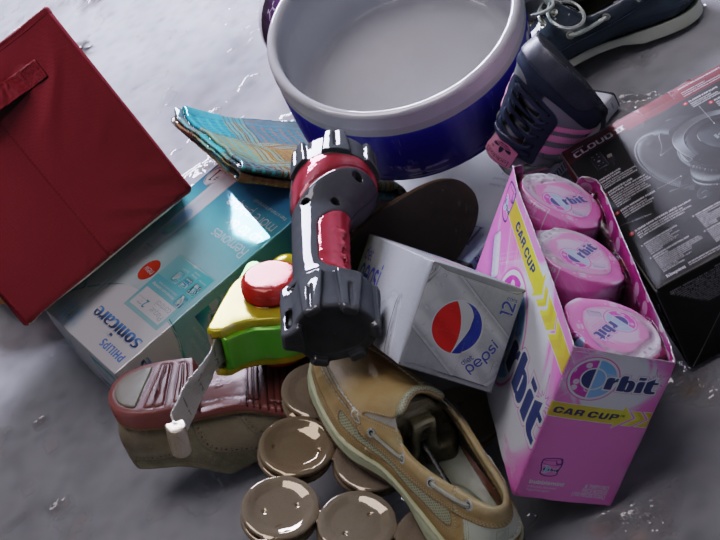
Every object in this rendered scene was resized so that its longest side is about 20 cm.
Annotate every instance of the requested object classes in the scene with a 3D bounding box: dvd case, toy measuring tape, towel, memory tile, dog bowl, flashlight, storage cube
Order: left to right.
[{"bbox_3d":[-0.264,-0.081,1.254,0.171,0.180,0.200,-40,10,-10],"label":"storage cube"},{"bbox_3d":[-0.066,0.052,1.037,0.073,0.074,0.200,-12,30,25],"label":"toy measuring tape"},{"bbox_3d":[-0.061,-0.097,1.272,0.146,0.022,0.200,5,16,-23],"label":"towel"},{"bbox_3d":[-0.014,-0.017,1.041,0.068,0.068,0.200,-49,25,25],"label":"flashlight"},{"bbox_3d":[0.003,0.142,0.979,0.152,0.017,0.201,8,45,9],"label":"memory tile"},{"bbox_3d":[0.033,-0.170,1.207,0.199,0.079,0.201,-9,53,12],"label":"dog bowl"},{"bbox_3d":[0.093,-0.078,1.228,0.142,0.018,0.200,16,57,46],"label":"dvd case"}]

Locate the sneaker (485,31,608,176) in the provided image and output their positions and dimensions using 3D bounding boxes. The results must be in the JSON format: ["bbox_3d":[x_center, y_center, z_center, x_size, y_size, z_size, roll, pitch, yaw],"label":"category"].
[{"bbox_3d":[0.124,-0.105,1.094,0.082,0.200,0.070,-40,76,4],"label":"sneaker"}]

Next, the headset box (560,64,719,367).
[{"bbox_3d":[0.233,-0.050,1.036,0.148,0.077,0.200,-29,34,3],"label":"headset box"}]

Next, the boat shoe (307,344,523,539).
[{"bbox_3d":[0.035,0.095,0.959,0.071,0.076,0.200,-28,50,-25],"label":"boat shoe"}]

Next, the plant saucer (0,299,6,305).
[{"bbox_3d":[-0.262,-0.037,1.432,0.199,0.038,0.201,-21,37,16],"label":"plant saucer"}]

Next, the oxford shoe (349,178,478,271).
[{"bbox_3d":[0.000,0.000,1.149,0.200,0.071,0.071,-40,19,0],"label":"oxford shoe"}]

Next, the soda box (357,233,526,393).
[{"bbox_3d":[0.042,0.024,1.018,0.200,0.063,0.069,-149,77,-77],"label":"soda box"}]

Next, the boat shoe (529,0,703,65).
[{"bbox_3d":[0.177,-0.204,1.269,0.199,0.062,0.075,-17,30,12],"label":"boat shoe"}]

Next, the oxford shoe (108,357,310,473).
[{"bbox_3d":[-0.072,0.101,1.094,0.199,0.075,0.071,-3,35,5],"label":"oxford shoe"}]

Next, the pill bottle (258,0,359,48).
[{"bbox_3d":[-0.022,-0.216,1.403,0.112,0.113,0.200,-35,34,-6],"label":"pill bottle"}]

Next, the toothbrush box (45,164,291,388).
[{"bbox_3d":[-0.124,0.018,1.217,0.200,0.085,0.146,-41,35,-12],"label":"toothbrush box"}]

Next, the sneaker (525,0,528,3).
[{"bbox_3d":[0.118,-0.241,1.320,0.100,0.075,0.200,-45,-2,-7],"label":"sneaker"}]

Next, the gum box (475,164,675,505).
[{"bbox_3d":[0.123,0.033,0.972,0.066,0.114,0.200,8,34,-13],"label":"gum box"}]
